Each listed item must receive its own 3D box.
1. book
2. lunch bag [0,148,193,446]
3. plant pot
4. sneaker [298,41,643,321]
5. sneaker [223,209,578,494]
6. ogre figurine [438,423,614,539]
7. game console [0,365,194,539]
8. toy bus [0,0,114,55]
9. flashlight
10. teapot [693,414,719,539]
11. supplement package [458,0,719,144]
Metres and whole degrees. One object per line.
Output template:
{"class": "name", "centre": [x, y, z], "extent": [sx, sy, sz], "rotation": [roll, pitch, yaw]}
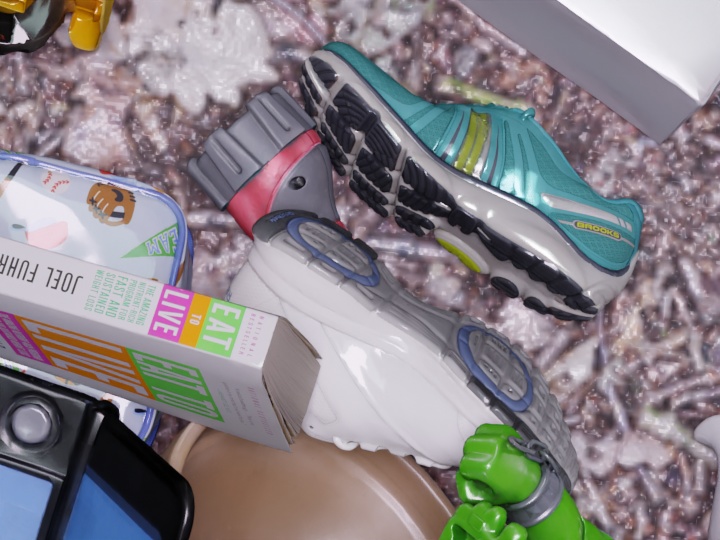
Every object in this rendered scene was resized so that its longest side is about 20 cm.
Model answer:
{"class": "book", "centre": [-0.125, 0.020, 1.163], "extent": [0.199, 0.134, 0.048], "rotation": [16, 76, 11]}
{"class": "lunch bag", "centre": [-0.189, 0.020, 1.282], "extent": [0.199, 0.076, 0.161], "rotation": [11, 84, -1]}
{"class": "plant pot", "centre": [-0.035, 0.167, 1.243], "extent": [0.201, 0.201, 0.093], "rotation": [48, 125, 3]}
{"class": "sneaker", "centre": [0.056, -0.054, 1.308], "extent": [0.200, 0.078, 0.080], "rotation": [36, 66, -3]}
{"class": "sneaker", "centre": [0.017, 0.055, 1.243], "extent": [0.200, 0.075, 0.087], "rotation": [36, 113, 5]}
{"class": "ogre figurine", "centre": [0.079, 0.181, 1.180], "extent": [0.098, 0.120, 0.201], "rotation": [-26, 62, 32]}
{"class": "game console", "centre": [-0.178, 0.156, 1.194], "extent": [0.175, 0.116, 0.201], "rotation": [19, 98, 1]}
{"class": "toy bus", "centre": [-0.196, -0.227, 1.290], "extent": [0.199, 0.136, 0.193], "rotation": [20, 69, -2]}
{"class": "flashlight", "centre": [0.000, 0.000, 1.294], "extent": [0.068, 0.068, 0.200], "rotation": [-42, 86, -12]}
{"class": "teapot", "centre": [0.269, 0.146, 1.232], "extent": [0.199, 0.197, 0.147], "rotation": [25, 74, -10]}
{"class": "supplement package", "centre": [0.140, -0.205, 1.275], "extent": [0.191, 0.147, 0.200], "rotation": [36, 85, 2]}
